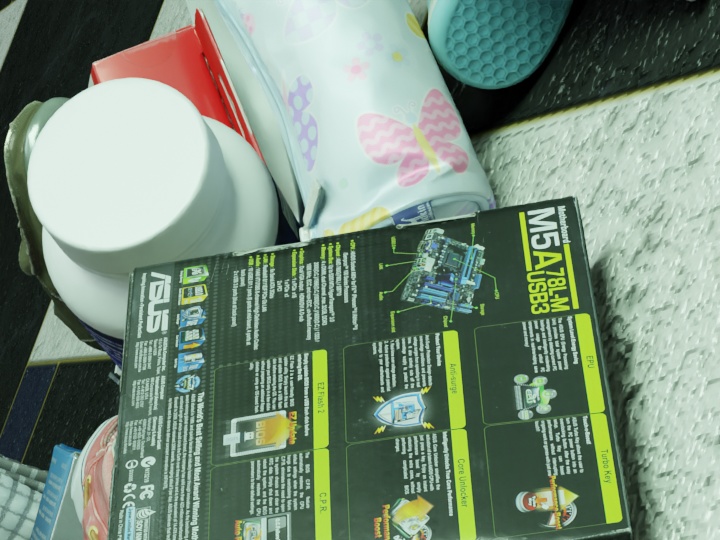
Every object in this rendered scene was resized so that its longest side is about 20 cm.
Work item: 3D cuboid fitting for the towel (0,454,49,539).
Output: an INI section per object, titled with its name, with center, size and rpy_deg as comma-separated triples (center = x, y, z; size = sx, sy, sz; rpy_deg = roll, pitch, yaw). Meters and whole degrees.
[towel]
center = -0.254, 0.196, 1.462
size = 0.201, 0.165, 0.086
rpy_deg = -60, 14, 18

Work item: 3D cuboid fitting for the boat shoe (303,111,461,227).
[boat shoe]
center = 0.000, 0.000, 1.150
size = 0.073, 0.061, 0.201
rpy_deg = -23, 47, 63

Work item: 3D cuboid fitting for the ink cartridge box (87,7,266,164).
[ink cartridge box]
center = -0.108, -0.063, 1.359
size = 0.200, 0.067, 0.117
rpy_deg = 127, 121, -75

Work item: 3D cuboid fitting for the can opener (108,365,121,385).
[can opener]
center = -0.090, 0.065, 1.340
size = 0.053, 0.066, 0.200
rpy_deg = -63, 27, 2

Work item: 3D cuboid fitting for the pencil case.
[pencil case]
center = -0.009, -0.089, 1.116
size = 0.083, 0.090, 0.201
rpy_deg = 63, -175, -68

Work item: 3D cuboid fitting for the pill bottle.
[pill bottle]
center = -0.090, -0.008, 1.174
size = 0.200, 0.119, 0.121
rpy_deg = 60, -137, -62

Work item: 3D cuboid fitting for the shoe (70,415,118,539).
[shoe]
center = -0.103, 0.107, 1.182
size = 0.200, 0.071, 0.092
rpy_deg = -94, 22, -61

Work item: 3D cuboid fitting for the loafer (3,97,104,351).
[loafer]
center = -0.158, -0.019, 1.262
size = 0.201, 0.069, 0.075
rpy_deg = 77, -146, -52

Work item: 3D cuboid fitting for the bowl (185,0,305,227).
[bowl]
center = -0.031, -0.128, 1.278
size = 0.201, 0.090, 0.202
rpy_deg = 159, 90, -80

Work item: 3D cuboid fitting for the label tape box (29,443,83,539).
[label tape box]
center = -0.167, 0.204, 1.331
size = 0.144, 0.063, 0.202
rpy_deg = 169, 117, -79

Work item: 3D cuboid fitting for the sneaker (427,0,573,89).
[sneaker]
center = 0.082, -0.199, 1.134
size = 0.201, 0.079, 0.131
rpy_deg = -59, 22, 21

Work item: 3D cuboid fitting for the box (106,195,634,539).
[box]
center = 0.002, 0.059, 0.909
size = 0.201, 0.191, 0.048
rpy_deg = -94, -5, -52
